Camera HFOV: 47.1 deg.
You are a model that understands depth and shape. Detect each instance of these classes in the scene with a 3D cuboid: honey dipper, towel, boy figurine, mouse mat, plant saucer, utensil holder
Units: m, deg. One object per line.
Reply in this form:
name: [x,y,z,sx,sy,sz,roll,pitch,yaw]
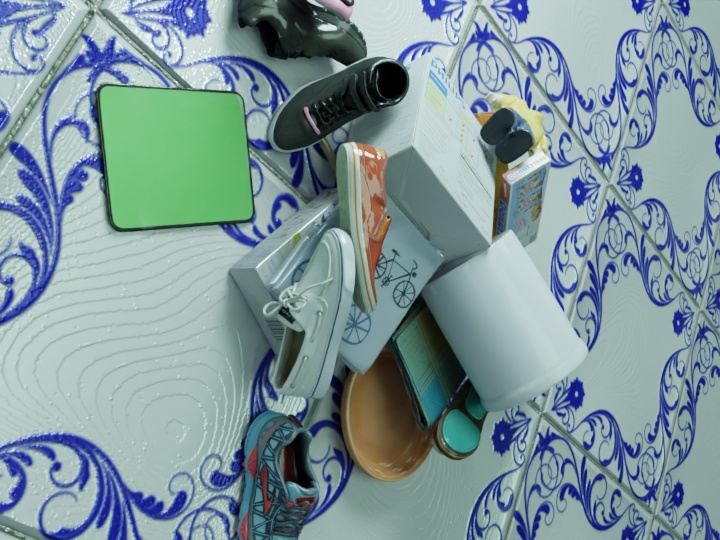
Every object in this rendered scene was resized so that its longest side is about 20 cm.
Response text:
honey dipper: [-0.019,-0.114,1.123,0.038,0.038,0.201,-44,114,-36]
towel: [0.104,0.121,1.192,0.200,0.022,0.148,-41,114,-57]
boy figurine: [0.229,-0.213,1.219,0.125,0.064,0.200,50,23,0]
mouse mat: [-0.207,-0.130,0.953,0.199,0.007,0.163,-8,93,-44]
plant saucer: [0.040,0.193,1.165,0.199,0.037,0.203,3,86,-45]
utensil holder: [0.196,0.069,1.164,0.169,0.170,0.201,-33,91,-40]

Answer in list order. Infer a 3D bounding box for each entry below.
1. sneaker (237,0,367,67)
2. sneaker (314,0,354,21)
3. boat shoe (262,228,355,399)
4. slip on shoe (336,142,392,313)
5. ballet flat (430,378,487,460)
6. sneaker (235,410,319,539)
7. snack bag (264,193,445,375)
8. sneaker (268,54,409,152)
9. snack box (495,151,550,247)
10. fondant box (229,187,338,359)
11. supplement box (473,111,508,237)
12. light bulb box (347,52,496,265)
sneaker: [-0.077,-0.301,1.054,0.199,0.076,0.092,25,81,-34]
sneaker: [-0.039,-0.390,1.012,0.079,0.096,0.201,17,32,-44]
boat shoe: [-0.068,0.048,0.947,0.085,0.075,0.204,6,105,-30]
slip on shoe: [0.009,-0.049,0.970,0.060,0.074,0.203,-5,97,-17]
ballet flat: [0.138,0.222,1.183,0.068,0.072,0.200,42,31,-1]
sneaker: [-0.094,0.273,0.986,0.079,0.095,0.203,-2,89,-44]
snack bag: [0.000,0.000,1.033,0.189,0.021,0.201,45,74,-31]
sneaker: [-0.024,-0.212,1.035,0.199,0.099,0.071,-34,109,-11]
snack box: [0.238,-0.090,1.225,0.071,0.024,0.201,-30,150,-13]
fondant box: [-0.055,0.003,1.063,0.200,0.058,0.145,-44,118,-38]
supplement box: [0.194,-0.145,1.310,0.068,0.066,0.202,-14,97,-44]
light bulb box: [0.085,-0.144,1.123,0.198,0.124,0.201,47,38,-33]
